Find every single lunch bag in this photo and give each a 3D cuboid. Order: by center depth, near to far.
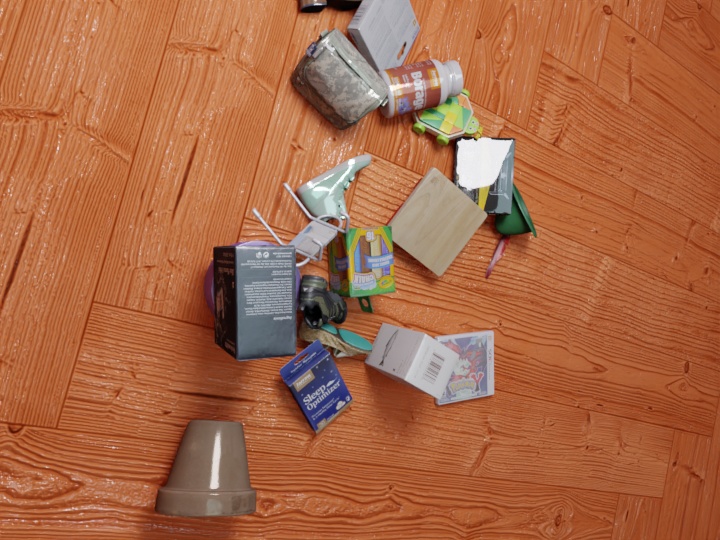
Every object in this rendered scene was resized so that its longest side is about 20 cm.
[{"bbox_3d":[-0.042,-0.434,1.191,0.200,0.167,0.140,41,74,-22],"label":"lunch bag"}]

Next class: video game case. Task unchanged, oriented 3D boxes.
[{"bbox_3d":[0.291,0.267,1.469,0.198,0.023,0.185,-2,93,-27],"label":"video game case"}]

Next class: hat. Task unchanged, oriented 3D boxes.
[{"bbox_3d":[0.390,-0.129,1.505,0.166,0.175,0.201,49,27,-32],"label":"hat"}]

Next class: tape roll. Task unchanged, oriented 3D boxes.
[{"bbox_3d":[-0.234,0.036,1.154,0.198,0.085,0.203,-1,92,-28],"label":"tape roll"}]

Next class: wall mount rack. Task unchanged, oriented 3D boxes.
[{"bbox_3d":[-0.125,-0.101,1.126,0.200,0.172,0.075,-50,156,-43],"label":"wall mount rack"}]

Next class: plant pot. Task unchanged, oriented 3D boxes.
[{"bbox_3d":[-0.306,0.400,1.084,0.198,0.200,0.177,12,69,-27],"label":"plant pot"}]

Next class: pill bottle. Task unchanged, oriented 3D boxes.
[{"bbox_3d":[0.144,-0.449,1.293,0.197,0.112,0.114,-16,99,-9],"label":"pill bottle"}]

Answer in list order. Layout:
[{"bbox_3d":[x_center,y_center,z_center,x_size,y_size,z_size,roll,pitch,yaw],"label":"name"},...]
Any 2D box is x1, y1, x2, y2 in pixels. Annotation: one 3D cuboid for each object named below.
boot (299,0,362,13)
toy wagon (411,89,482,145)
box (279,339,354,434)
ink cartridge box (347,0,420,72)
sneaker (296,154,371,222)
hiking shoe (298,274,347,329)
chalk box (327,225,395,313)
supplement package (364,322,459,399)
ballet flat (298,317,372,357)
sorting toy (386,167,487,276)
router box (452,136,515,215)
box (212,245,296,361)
[{"bbox_3d":[-0.054,-0.664,1.230,0.198,0.075,0.098,-16,102,-24],"label":"boot"},{"bbox_3d":[0.232,-0.405,1.373,0.198,0.040,0.157,26,79,0],"label":"toy wagon"},{"bbox_3d":[-0.099,0.272,1.233,0.121,0.032,0.202,-37,122,-21],"label":"box"},{"bbox_3d":[0.062,-0.590,1.288,0.198,0.043,0.200,-64,149,-12],"label":"ink cartridge box"},{"bbox_3d":[-0.041,-0.187,1.251,0.199,0.074,0.119,-32,99,-13],"label":"sneaker"},{"bbox_3d":[-0.093,0.090,1.197,0.200,0.075,0.102,53,51,-54],"label":"hiking shoe"},{"bbox_3d":[0.000,0.000,1.252,0.122,0.124,0.203,-4,92,-27],"label":"chalk box"},{"bbox_3d":[0.119,0.214,1.278,0.117,0.199,0.118,31,78,-25],"label":"supplement package"},{"bbox_3d":[-0.064,0.169,1.268,0.199,0.071,0.066,28,106,-23],"label":"ballet flat"},{"bbox_3d":[0.184,-0.126,1.347,0.198,0.070,0.201,35,96,-22],"label":"sorting toy"},{"bbox_3d":[0.327,-0.252,1.416,0.155,0.052,0.203,4,90,3],"label":"router box"},{"bbox_3d":[-0.206,0.052,1.012,0.116,0.196,0.203,-2,93,-27],"label":"box"}]
